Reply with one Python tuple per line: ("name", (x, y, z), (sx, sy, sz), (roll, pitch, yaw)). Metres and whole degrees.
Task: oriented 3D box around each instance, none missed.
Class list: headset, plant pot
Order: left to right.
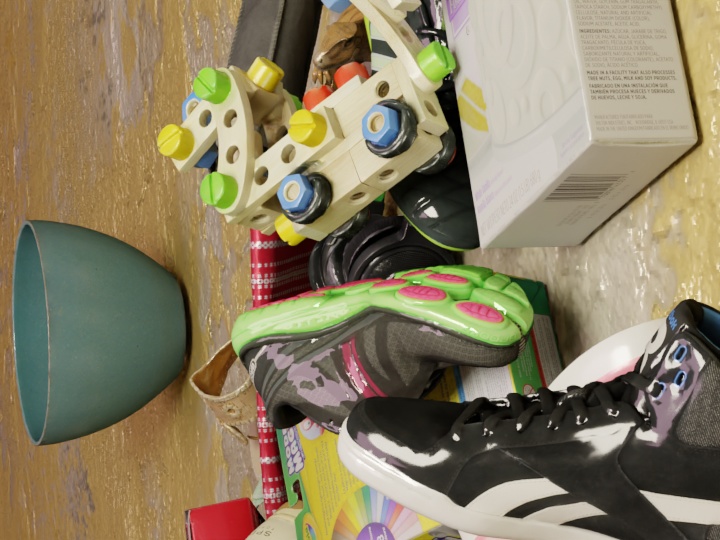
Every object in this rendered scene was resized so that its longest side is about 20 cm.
("plant pot", (-0.234, 0.054, 1.803), (0.200, 0.134, 0.202), (178, 90, -72))
("headset", (0.000, 0.000, 1.191), (0.123, 0.093, 0.201), (-169, 89, -71))

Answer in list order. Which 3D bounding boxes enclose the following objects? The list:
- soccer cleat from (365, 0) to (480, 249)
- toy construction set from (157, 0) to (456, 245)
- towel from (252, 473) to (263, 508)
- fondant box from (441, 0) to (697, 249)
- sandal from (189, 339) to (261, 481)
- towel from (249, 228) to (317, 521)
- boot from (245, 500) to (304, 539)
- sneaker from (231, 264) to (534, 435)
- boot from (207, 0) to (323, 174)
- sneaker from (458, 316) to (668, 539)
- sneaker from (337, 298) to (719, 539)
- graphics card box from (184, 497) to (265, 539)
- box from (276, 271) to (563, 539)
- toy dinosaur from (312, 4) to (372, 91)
("soccer cleat", (0.041, -0.108, 1.083), (0.081, 0.067, 0.201), (126, 141, -53))
("toy construction set", (-0.021, -0.092, 1.037), (0.200, 0.092, 0.132), (-46, 52, 39))
("towel", (-0.049, 0.056, 1.367), (0.153, 0.023, 0.201), (126, 150, -72))
("fondant box", (0.091, -0.127, 0.962), (0.144, 0.058, 0.201), (132, 134, -64))
("sandal", (-0.096, 0.074, 1.522), (0.078, 0.069, 0.213), (-115, 29, -49))
("towel", (-0.030, 0.051, 1.262), (0.144, 0.022, 0.201), (-11, -82, -66))
("boot", (-0.027, 0.246, 1.116), (0.200, 0.155, 0.073), (51, 142, 6))
("sneaker", (0.017, 0.045, 1.027), (0.199, 0.076, 0.084), (-10, 95, 49))
("boot", (-0.053, -0.141, 1.269), (0.182, 0.072, 0.201), (82, -170, -75))
("sneaker", (0.118, 0.110, 0.900), (0.105, 0.075, 0.201), (62, 145, 27))
("sneaker", (0.095, 0.056, 0.812), (0.073, 0.199, 0.113), (-51, -25, -67))
("graphics card box", (-0.070, 0.247, 1.379), (0.200, 0.051, 0.126), (71, -173, -64))
("box", (0.029, 0.095, 1.078), (0.200, 0.048, 0.118), (-31, 59, 40))
("toy dinosaur", (0.005, -0.151, 1.229), (0.200, 0.060, 0.107), (-82, 2, -62))
